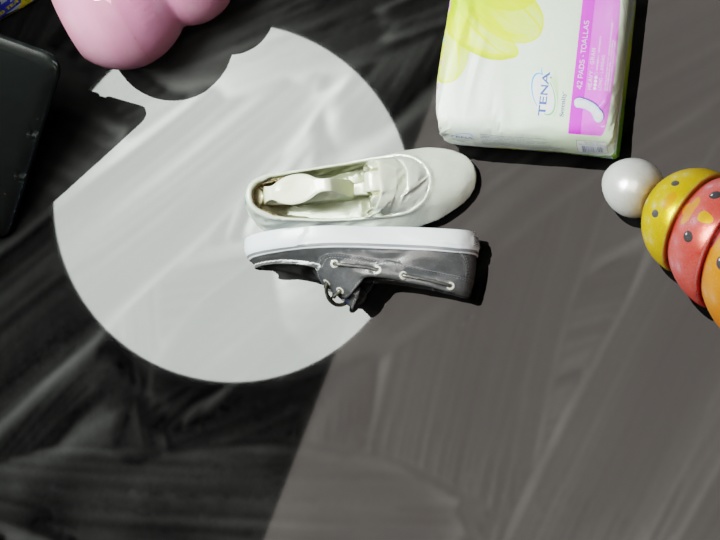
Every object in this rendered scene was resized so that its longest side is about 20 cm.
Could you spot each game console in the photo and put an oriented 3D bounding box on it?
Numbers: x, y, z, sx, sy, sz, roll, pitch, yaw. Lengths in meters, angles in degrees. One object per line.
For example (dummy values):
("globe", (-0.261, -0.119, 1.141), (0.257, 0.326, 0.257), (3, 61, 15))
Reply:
("game console", (-0.366, -0.156, 1.674), (0.176, 0.116, 0.200), (56, 134, 40))

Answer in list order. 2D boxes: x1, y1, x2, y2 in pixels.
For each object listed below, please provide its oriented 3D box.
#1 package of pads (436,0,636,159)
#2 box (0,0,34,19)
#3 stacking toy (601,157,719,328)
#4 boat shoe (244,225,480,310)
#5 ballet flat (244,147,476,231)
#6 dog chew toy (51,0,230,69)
("package of pads", (0.146, -0.198, 1.568), (0.154, 0.068, 0.200), (5, 84, 15))
("box", (-0.304, -0.281, 1.694), (0.200, 0.070, 0.064), (-28, 77, 9))
("stacking toy", (0.270, -0.031, 1.500), (0.200, 0.146, 0.146), (30, 91, 33))
("boat shoe", (0.000, 0.000, 1.585), (0.200, 0.070, 0.066), (1, 81, 7))
("ballet flat", (-0.004, -0.066, 1.592), (0.200, 0.069, 0.070), (-7, 81, 13))
("dog chew toy", (-0.164, -0.257, 1.634), (0.200, 0.125, 0.125), (-27, 77, 2))
